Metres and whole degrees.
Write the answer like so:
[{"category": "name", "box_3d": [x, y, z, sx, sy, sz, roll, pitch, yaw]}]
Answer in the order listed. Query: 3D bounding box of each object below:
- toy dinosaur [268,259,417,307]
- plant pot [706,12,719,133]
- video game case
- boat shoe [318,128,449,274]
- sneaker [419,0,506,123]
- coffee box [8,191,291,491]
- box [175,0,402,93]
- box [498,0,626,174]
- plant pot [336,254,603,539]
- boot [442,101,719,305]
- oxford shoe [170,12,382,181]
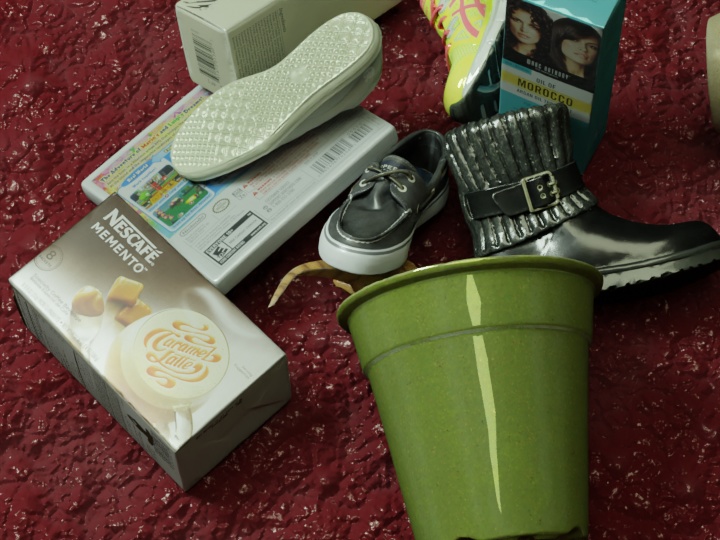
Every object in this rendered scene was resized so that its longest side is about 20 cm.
[{"category": "toy dinosaur", "box_3d": [0.000, 0.000, 1.433, 0.199, 0.061, 0.106, 9, 11, -31]}, {"category": "plant pot", "box_3d": [0.381, -0.166, 1.500, 0.198, 0.188, 0.189, -2, 60, 17]}, {"category": "video game case", "box_3d": [-0.099, -0.087, 1.521, 0.200, 0.024, 0.182, -42, 51, -19]}, {"category": "boat shoe", "box_3d": [0.025, -0.059, 1.445, 0.069, 0.067, 0.200, 18, 27, 19]}, {"category": "sneaker", "box_3d": [0.090, -0.206, 1.584, 0.089, 0.078, 0.201, 7, 55, 15]}, {"category": "coffee box", "box_3d": [-0.161, 0.053, 1.438, 0.114, 0.080, 0.200, -39, 67, -18]}, {"category": "box", "box_3d": [-0.055, -0.225, 1.565, 0.200, 0.083, 0.068, -36, 48, -29]}, {"category": "box", "box_3d": [0.156, -0.161, 1.476, 0.082, 0.201, 0.049, 23, 63, 14]}, {"category": "plant pot", "box_3d": [0.090, 0.111, 1.353, 0.198, 0.200, 0.192, -6, 73, -1]}, {"category": "boot", "box_3d": [0.176, -0.056, 1.461, 0.209, 0.079, 0.159, -8, 80, -2]}, {"category": "oxford shoe", "box_3d": [-0.061, -0.130, 1.495, 0.199, 0.058, 0.076, -34, 61, 8]}]
